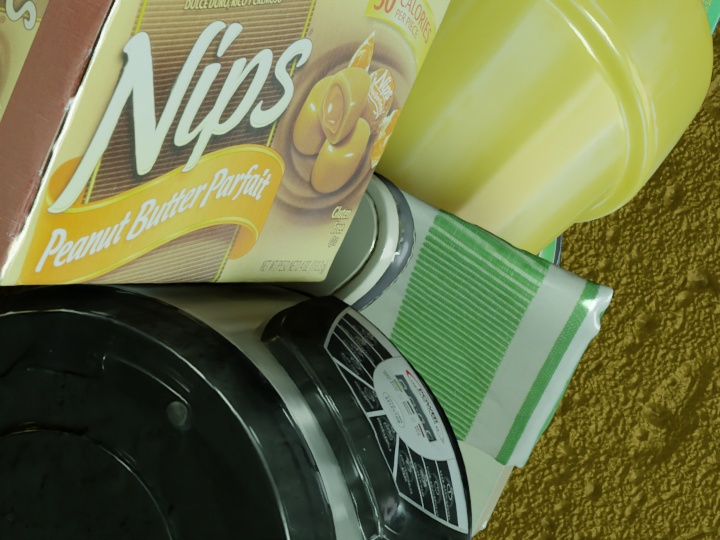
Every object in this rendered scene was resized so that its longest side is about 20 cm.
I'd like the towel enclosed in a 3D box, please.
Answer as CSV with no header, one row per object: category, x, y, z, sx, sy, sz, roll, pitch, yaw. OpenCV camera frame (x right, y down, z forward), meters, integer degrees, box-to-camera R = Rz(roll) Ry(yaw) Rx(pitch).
towel,0.000,0.000,0.818,0.023,0.199,0.153,-57,172,-29

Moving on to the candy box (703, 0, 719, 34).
candy box,0.112,-0.179,1.118,0.077,0.199,0.170,90,24,-74

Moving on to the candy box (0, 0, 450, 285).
candy box,-0.050,-0.058,0.584,0.200,0.055,0.116,1,115,-65

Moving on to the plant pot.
plant pot,0.032,-0.072,0.903,0.189,0.200,0.201,-51,168,-28

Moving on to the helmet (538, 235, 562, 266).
helmet,0.024,-0.008,1.116,0.200,0.199,0.191,-59,170,-49

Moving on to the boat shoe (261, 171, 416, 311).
boat shoe,-0.032,0.001,0.787,0.200,0.062,0.073,-22,-112,51

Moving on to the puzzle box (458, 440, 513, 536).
puzzle box,0.003,0.034,1.010,0.025,0.199,0.133,-27,144,-62

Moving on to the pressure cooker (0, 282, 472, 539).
pressure cooker,-0.058,0.087,0.654,0.200,0.178,0.177,3,106,-69
